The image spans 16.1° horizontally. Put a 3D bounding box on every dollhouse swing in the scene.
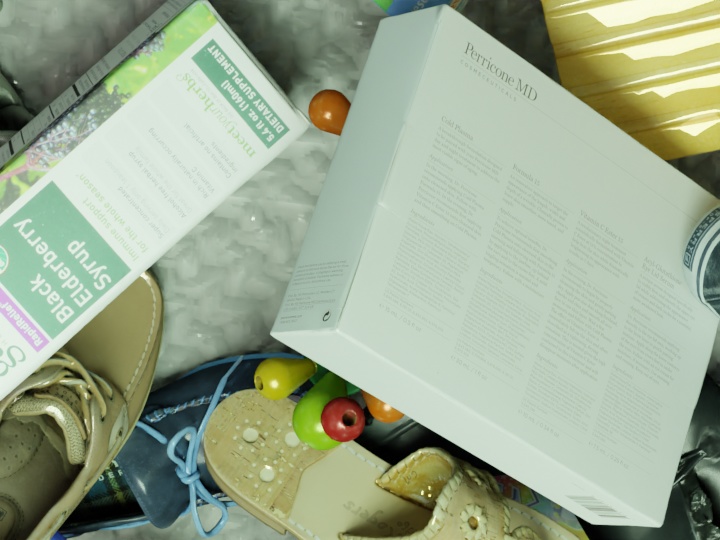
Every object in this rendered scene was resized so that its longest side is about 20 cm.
[{"bbox_3d":[0.173,-0.115,1.064,0.175,0.182,0.201,-16,114,-1],"label":"dollhouse swing"}]

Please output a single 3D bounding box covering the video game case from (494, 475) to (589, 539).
[{"bbox_3d":[0.126,0.153,1.286,0.198,0.018,0.144,5,118,11],"label":"video game case"}]

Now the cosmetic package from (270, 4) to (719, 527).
[{"bbox_3d":[0.070,0.002,1.090,0.199,0.152,0.052,32,159,-32],"label":"cosmetic package"}]

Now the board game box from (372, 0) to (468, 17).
[{"bbox_3d":[-0.002,-0.220,1.090,0.200,0.037,0.152,42,119,9],"label":"board game box"}]

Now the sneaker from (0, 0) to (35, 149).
[{"bbox_3d":[-0.198,-0.044,1.227,0.088,0.074,0.201,4,117,13],"label":"sneaker"}]

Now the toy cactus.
[{"bbox_3d":[0.000,0.000,1.171,0.102,0.201,0.165,17,158,-11],"label":"toy cactus"}]

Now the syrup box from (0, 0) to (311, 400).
[{"bbox_3d":[-0.126,-0.034,1.169,0.200,0.081,0.079,-41,104,-2],"label":"syrup box"}]

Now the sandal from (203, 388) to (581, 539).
[{"bbox_3d":[0.023,0.112,1.145,0.211,0.078,0.070,27,161,7],"label":"sandal"}]

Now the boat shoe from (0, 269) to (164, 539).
[{"bbox_3d":[-0.143,0.073,1.209,0.071,0.201,0.065,30,152,-10],"label":"boat shoe"}]

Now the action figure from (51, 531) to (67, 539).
[{"bbox_3d":[-0.163,0.166,1.262,0.199,0.065,0.099,34,116,-8],"label":"action figure"}]

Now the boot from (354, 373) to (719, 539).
[{"bbox_3d":[0.098,0.105,1.214,0.199,0.076,0.169,-31,93,14],"label":"boot"}]

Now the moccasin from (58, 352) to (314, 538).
[{"bbox_3d":[-0.100,0.104,1.283,0.199,0.068,0.081,-23,109,22],"label":"moccasin"}]

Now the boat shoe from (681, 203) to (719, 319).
[{"bbox_3d":[0.231,0.040,1.122,0.200,0.091,0.071,26,102,-34],"label":"boat shoe"}]
